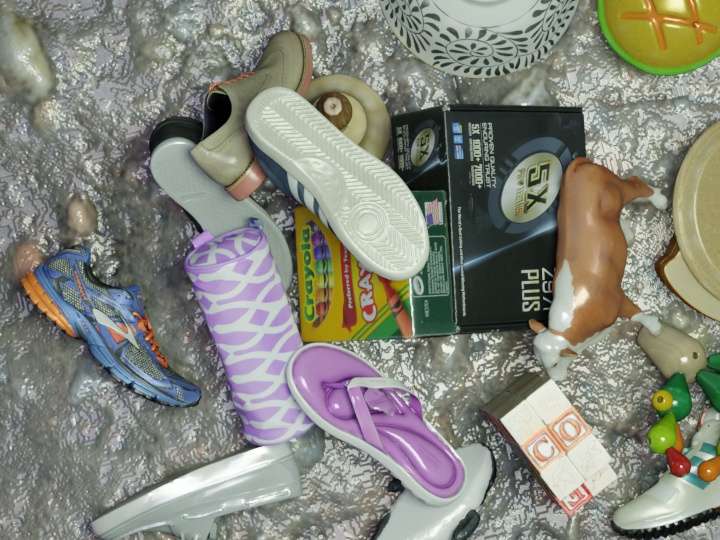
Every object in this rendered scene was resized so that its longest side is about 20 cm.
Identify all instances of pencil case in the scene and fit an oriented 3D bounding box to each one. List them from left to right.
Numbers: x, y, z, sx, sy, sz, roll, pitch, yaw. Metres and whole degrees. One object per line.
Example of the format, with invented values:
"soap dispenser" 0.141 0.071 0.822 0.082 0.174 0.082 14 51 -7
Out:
"pencil case" -0.099 0.059 1.587 0.084 0.085 0.201 -30 114 -33

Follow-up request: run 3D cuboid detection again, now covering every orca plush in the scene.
"orca plush" 0.064 0.253 1.626 0.105 0.071 0.201 10 55 34

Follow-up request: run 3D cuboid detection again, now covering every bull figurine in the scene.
"bull figurine" 0.210 0.003 1.559 0.121 0.065 0.202 11 84 -39

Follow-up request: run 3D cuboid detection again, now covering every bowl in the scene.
"bowl" 0.113 -0.284 1.625 0.199 0.094 0.202 0 88 -1

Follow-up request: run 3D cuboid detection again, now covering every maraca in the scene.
"maraca" 0.305 -0.271 1.619 0.137 0.107 0.200 40 89 2

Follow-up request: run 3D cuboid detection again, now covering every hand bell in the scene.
"hand bell" -0.021 -0.136 1.568 0.103 0.200 0.105 0 89 -1

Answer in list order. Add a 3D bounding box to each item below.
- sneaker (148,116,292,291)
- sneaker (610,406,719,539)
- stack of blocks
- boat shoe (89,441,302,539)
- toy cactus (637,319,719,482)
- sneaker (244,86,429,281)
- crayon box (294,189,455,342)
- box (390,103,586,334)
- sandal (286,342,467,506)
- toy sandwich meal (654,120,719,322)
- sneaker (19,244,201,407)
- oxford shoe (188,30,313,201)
"sneaker" -0.128 -0.065 1.635 0.070 0.099 0.200 -32 121 9
"sneaker" 0.319 0.183 1.642 0.199 0.070 0.094 -20 72 1
"stack of blocks" 0.171 0.155 1.566 0.058 0.200 0.115 -38 89 -1
"boat shoe" -0.149 0.218 1.634 0.199 0.072 0.069 -21 90 -10
"toy cactus" 0.315 0.098 1.599 0.199 0.103 0.165 -33 50 -20
"sneaker" -0.019 -0.068 1.491 0.075 0.085 0.200 -39 83 -14
"crayon box" 0.000 0.000 1.574 0.051 0.199 0.128 -3 88 -36
"box" 0.120 -0.045 1.590 0.163 0.086 0.202 -2 89 -34
"sandal" 0.024 0.129 1.577 0.202 0.050 0.083 38 52 -13
"toy sandwich meal" 0.360 -0.046 1.622 0.204 0.070 0.207 1 88 -17
"sneaker" -0.221 0.053 1.629 0.200 0.075 0.079 42 86 -2
"oxford shoe" -0.097 -0.157 1.579 0.075 0.070 0.201 36 44 -20
